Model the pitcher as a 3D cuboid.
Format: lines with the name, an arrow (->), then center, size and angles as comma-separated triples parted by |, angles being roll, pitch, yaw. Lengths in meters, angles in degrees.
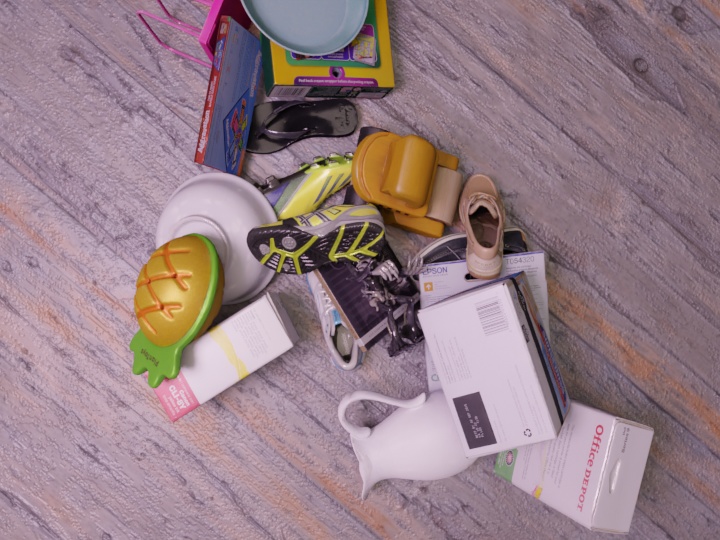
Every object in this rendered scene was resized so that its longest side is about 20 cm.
pitcher -> 0.074, 0.234, 0.908 | 0.195, 0.122, 0.175 | -17, 115, 2

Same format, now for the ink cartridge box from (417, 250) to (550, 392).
ink cartridge box -> 0.189, 0.077, 0.941 | 0.190, 0.043, 0.206 | -6, 100, 4

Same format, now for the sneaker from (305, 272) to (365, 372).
sneaker -> -0.035, 0.057, 0.934 | 0.073, 0.087, 0.205 | -18, 88, -1

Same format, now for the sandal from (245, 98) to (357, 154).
sandal -> -0.101, -0.235, 0.959 | 0.194, 0.043, 0.078 | -13, 90, -3

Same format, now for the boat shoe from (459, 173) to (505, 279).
boat shoe -> 0.185, -0.082, 0.912 | 0.069, 0.065, 0.204 | -2, 48, 4

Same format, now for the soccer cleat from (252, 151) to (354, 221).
soccer cleat -> -0.079, -0.122, 0.956 | 0.196, 0.065, 0.086 | -22, 113, -6

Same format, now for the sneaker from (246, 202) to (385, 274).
sneaker -> -0.060, -0.049, 0.851 | 0.194, 0.077, 0.077 | -4, 127, 7

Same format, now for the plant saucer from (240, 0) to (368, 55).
plant saucer -> -0.083, -0.399, 0.871 | 0.194, 0.036, 0.207 | 2, 84, -21

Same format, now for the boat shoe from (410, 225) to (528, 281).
boat shoe -> 0.170, -0.016, 0.949 | 0.194, 0.076, 0.063 | -12, 49, -7

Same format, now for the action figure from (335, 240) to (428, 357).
action figure -> 0.040, 0.012, 0.879 | 0.118, 0.101, 0.204 | -20, 83, -48

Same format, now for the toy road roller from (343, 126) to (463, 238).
toy road roller -> 0.078, -0.129, 0.893 | 0.195, 0.145, 0.126 | 15, 88, -24

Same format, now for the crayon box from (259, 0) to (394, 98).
crayon box -> -0.053, -0.358, 0.931 | 0.195, 0.058, 0.178 | -5, 87, -23

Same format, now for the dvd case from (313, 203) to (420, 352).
dvd case -> 0.000, 0.000, 0.932 | 0.148, 0.016, 0.203 | -33, 90, -40

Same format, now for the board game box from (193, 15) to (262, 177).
board game box -> -0.188, -0.248, 0.896 | 0.019, 0.103, 0.206 | 12, 92, 21

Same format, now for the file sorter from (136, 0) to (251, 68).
file sorter -> -0.229, -0.424, 0.912 | 0.123, 0.139, 0.205 | 22, 87, 1

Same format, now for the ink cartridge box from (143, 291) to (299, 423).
ink cartridge box -> -0.192, 0.120, 0.892 | 0.197, 0.145, 0.085 | -32, 90, -3

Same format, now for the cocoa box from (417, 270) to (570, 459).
cocoa box -> 0.183, 0.122, 0.828 | 0.131, 0.130, 0.205 | -21, 87, 28

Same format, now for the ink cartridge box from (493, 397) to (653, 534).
ink cartridge box -> 0.299, 0.261, 0.883 | 0.086, 0.199, 0.149 | 17, 87, -25

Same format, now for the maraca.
maraca -> -0.245, 0.049, 0.803 | 0.135, 0.106, 0.205 | 19, 86, 42

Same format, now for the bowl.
bowl -> -0.221, -0.037, 0.895 | 0.195, 0.090, 0.207 | 2, 102, 9
